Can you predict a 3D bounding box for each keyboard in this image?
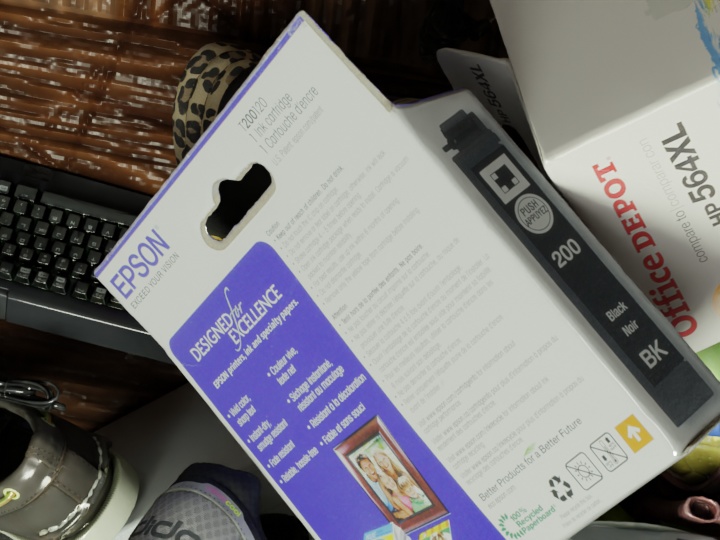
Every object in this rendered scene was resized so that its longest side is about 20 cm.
[{"bbox_3d":[-0.156,0.004,1.040,0.199,0.128,0.021,14,149,1],"label":"keyboard"}]

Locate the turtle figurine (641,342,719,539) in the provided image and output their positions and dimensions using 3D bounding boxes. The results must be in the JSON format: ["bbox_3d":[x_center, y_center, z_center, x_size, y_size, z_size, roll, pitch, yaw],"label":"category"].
[{"bbox_3d":[0.160,0.040,1.030,0.143,0.200,0.194,-29,141,-5],"label":"turtle figurine"}]

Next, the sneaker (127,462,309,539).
[{"bbox_3d":[-0.038,0.149,0.994,0.073,0.088,0.200,10,148,35],"label":"sneaker"}]

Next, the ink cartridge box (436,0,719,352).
[{"bbox_3d":[0.142,-0.069,0.894,0.199,0.126,0.129,-26,132,10],"label":"ink cartridge box"}]

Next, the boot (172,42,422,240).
[{"bbox_3d":[0.000,0.000,0.997,0.150,0.073,0.201,27,146,45],"label":"boot"}]

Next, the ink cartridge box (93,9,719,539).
[{"bbox_3d":[0.011,0.023,0.890,0.200,0.043,0.198,49,140,3],"label":"ink cartridge box"}]

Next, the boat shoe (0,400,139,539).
[{"bbox_3d":[-0.181,0.083,1.085,0.201,0.072,0.061,3,148,46],"label":"boat shoe"}]

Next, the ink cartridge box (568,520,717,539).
[{"bbox_3d":[0.093,0.162,0.982,0.199,0.050,0.163,31,132,21],"label":"ink cartridge box"}]

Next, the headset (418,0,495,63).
[{"bbox_3d":[0.036,-0.177,0.903,0.123,0.094,0.201,8,139,6],"label":"headset"}]

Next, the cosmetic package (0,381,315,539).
[{"bbox_3d":[-0.042,0.157,1.113,0.199,0.123,0.200,-27,114,25],"label":"cosmetic package"}]

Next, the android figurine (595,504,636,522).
[{"bbox_3d":[0.149,0.170,1.069,0.041,0.182,0.200,-46,105,-9],"label":"android figurine"}]
